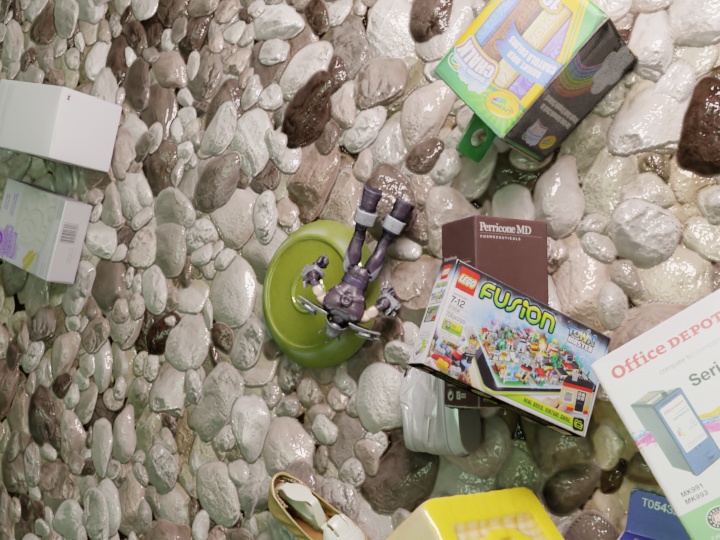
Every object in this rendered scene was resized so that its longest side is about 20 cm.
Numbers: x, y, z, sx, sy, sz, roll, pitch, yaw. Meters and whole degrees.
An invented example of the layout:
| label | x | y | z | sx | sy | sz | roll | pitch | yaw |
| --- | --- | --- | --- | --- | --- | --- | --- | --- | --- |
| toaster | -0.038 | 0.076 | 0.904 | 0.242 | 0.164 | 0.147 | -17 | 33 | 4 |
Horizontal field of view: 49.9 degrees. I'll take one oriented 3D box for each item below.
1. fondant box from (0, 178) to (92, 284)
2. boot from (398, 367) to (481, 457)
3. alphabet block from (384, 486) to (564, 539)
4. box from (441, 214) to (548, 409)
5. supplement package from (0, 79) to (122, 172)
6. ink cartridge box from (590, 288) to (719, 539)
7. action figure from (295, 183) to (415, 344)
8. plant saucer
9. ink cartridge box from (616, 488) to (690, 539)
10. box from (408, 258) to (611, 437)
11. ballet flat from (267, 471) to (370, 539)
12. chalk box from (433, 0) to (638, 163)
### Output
| label | x | y | z | sx | sy | sz | roll | pitch | yaw |
| --- | --- | --- | --- | --- | --- | --- | --- | --- | --- |
| fondant box | -0.578 | -0.072 | 1.393 | 0.199 | 0.058 | 0.146 | 19 | 95 | 36 |
| boot | 0.084 | 0.113 | 0.903 | 0.095 | 0.073 | 0.203 | -8 | 76 | 37 |
| alphabet block | 0.107 | 0.356 | 0.761 | 0.201 | 0.195 | 0.196 | -53 | 53 | 25 |
| box | 0.147 | 0.046 | 0.839 | 0.075 | 0.099 | 0.203 | -16 | 73 | 63 |
| supplement package | -0.532 | -0.251 | 1.344 | 0.198 | 0.121 | 0.121 | 14 | 92 | 36 |
| ink cartridge box | 0.328 | 0.141 | 0.709 | 0.145 | 0.087 | 0.202 | -33 | 63 | 18 |
| action figure | 0.000 | 0.000 | 0.956 | 0.129 | 0.069 | 0.202 | 23 | 96 | -9 |
| plant saucer | -0.064 | 0.031 | 1.040 | 0.198 | 0.031 | 0.203 | -4 | 83 | 34 |
| ink cartridge box | 0.331 | 0.331 | 0.724 | 0.195 | 0.043 | 0.203 | 6 | 89 | 36 |
| box | 0.153 | 0.080 | 0.777 | 0.035 | 0.198 | 0.111 | -17 | 51 | 67 |
| ballet flat | -0.048 | 0.320 | 0.965 | 0.199 | 0.068 | 0.064 | 24 | 132 | 35 |
| chalk box | 0.176 | -0.208 | 0.845 | 0.200 | 0.124 | 0.124 | -47 | 62 | 19 |
